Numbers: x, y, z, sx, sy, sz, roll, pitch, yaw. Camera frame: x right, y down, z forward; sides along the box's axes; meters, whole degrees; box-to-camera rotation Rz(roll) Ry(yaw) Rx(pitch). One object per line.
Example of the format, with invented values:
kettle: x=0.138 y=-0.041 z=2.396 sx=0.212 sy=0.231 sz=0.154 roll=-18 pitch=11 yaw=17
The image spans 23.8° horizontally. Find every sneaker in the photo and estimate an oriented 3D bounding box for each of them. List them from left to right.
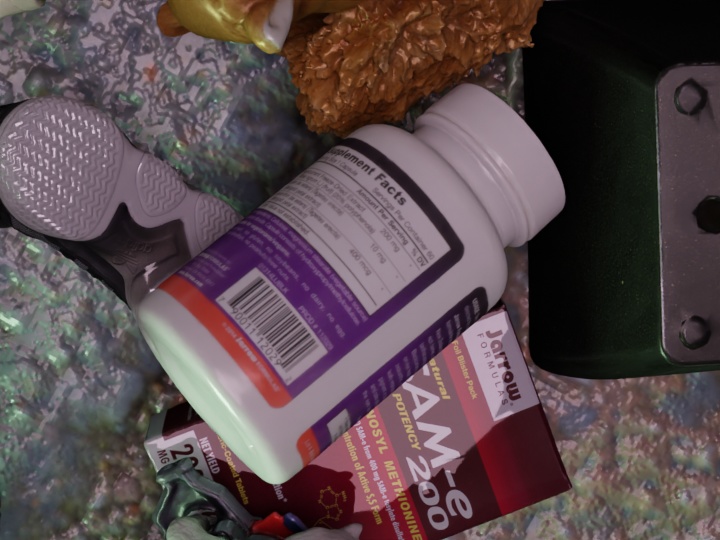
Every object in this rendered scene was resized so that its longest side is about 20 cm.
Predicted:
sneaker: x=-0.131 y=-0.027 z=0.874 sx=0.200 sy=0.114 sz=0.076 roll=44 pitch=73 yaw=-41

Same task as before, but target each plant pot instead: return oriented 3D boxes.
plant pot: x=0.193 y=-0.039 z=0.836 sx=0.199 sy=0.177 sz=0.201 roll=-3 pitch=96 yaw=-3

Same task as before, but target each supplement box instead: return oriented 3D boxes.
supplement box: x=-0.002 y=0.097 z=0.901 sx=0.199 sy=0.061 sz=0.109 roll=-21 pitch=99 yaw=-1

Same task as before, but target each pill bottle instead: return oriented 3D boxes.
pill bottle: x=0.000 y=0.000 z=0.828 sx=0.200 sy=0.111 sz=0.112 roll=-39 pitch=98 yaw=-14

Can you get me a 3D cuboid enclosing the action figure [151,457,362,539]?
action figure: x=-0.056 y=0.204 z=0.836 sx=0.200 sy=0.105 sz=0.194 roll=41 pitch=104 yaw=-8

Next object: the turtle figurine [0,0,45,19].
turtle figurine: x=-0.254 y=-0.143 z=0.793 sx=0.193 sy=0.144 sz=0.201 roll=-23 pitch=91 yaw=9

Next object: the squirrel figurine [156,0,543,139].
squirrel figurine: x=-0.003 y=-0.147 z=0.814 sx=0.187 sy=0.141 sz=0.200 roll=-43 pitch=129 yaw=-28
